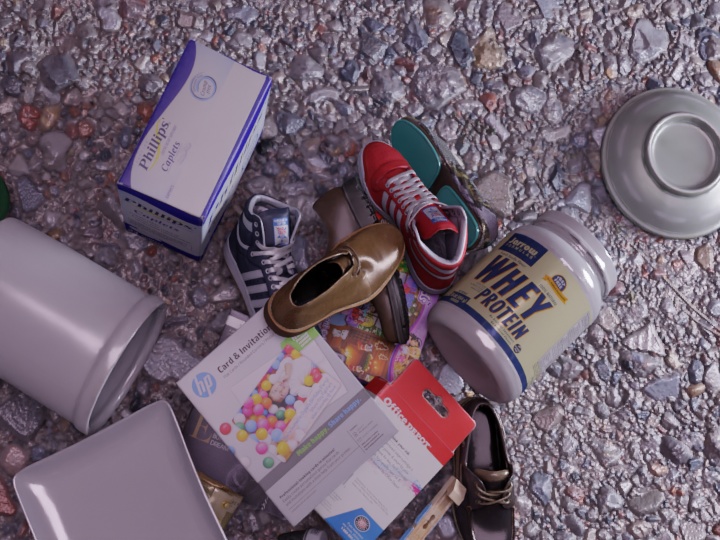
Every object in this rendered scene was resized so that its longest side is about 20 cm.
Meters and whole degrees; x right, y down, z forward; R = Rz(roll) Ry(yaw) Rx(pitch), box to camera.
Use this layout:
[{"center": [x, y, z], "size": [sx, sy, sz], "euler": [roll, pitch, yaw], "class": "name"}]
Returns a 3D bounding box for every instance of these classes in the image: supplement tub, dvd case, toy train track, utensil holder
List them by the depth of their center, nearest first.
[{"center": [-0.342, 0.060, 1.367], "size": [0.198, 0.170, 0.171], "euler": [29, 76, 2], "class": "utensil holder"}, {"center": [0.055, 0.321, 1.388], "size": [0.201, 0.032, 0.115], "euler": [-50, 127, -10], "class": "toy train track"}, {"center": [-0.120, 0.165, 1.426], "size": [0.147, 0.016, 0.203], "euler": [22, 88, -1], "class": "dvd case"}, {"center": [0.191, 0.040, 1.445], "size": [0.200, 0.145, 0.145], "euler": [-42, 85, -15], "class": "supplement tub"}]

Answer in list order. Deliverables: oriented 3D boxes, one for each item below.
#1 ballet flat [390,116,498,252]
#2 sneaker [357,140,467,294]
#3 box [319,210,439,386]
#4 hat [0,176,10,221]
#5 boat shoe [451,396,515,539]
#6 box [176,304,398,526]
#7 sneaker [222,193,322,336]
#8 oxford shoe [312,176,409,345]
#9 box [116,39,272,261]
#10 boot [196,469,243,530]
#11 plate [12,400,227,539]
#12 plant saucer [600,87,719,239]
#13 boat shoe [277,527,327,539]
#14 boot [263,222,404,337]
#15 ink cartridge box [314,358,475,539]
[{"center": [0.107, -0.105, 1.509], "size": [0.071, 0.072, 0.202], "euler": [-26, 66, -12], "class": "ballet flat"}, {"center": [0.063, -0.078, 1.433], "size": [0.070, 0.113, 0.202], "euler": [-26, 79, -15], "class": "sneaker"}, {"center": [0.021, 0.036, 1.480], "size": [0.135, 0.039, 0.203], "euler": [19, 76, -3], "class": "box"}, {"center": [-0.509, -0.018, 1.439], "size": [0.164, 0.177, 0.201], "euler": [23, 38, 1], "class": "hat"}, {"center": [0.142, 0.246, 1.432], "size": [0.073, 0.073, 0.203], "euler": [-9, 79, -9], "class": "boat shoe"}, {"center": [-0.079, 0.149, 1.342], "size": [0.155, 0.041, 0.201], "euler": [-40, 86, -7], "class": "box"}, {"center": [-0.090, 0.003, 1.406], "size": [0.069, 0.109, 0.201], "euler": [-9, 53, -36], "class": "sneaker"}, {"center": [0.000, 0.000, 1.438], "size": [0.083, 0.073, 0.202], "euler": [-24, 79, 5], "class": "oxford shoe"}, {"center": [-0.189, -0.130, 1.408], "size": [0.104, 0.200, 0.186], "euler": [24, 76, -2], "class": "box"}, {"center": [-0.170, 0.322, 1.373], "size": [0.199, 0.073, 0.156], "euler": [35, 83, 8], "class": "boot"}, {"center": [-0.255, 0.272, 1.335], "size": [0.197, 0.032, 0.202], "euler": [-26, 79, 4], "class": "plate"}, {"center": [0.406, -0.143, 1.563], "size": [0.197, 0.050, 0.204], "euler": [2, 77, -7], "class": "plant saucer"}, {"center": [-0.066, 0.394, 1.384], "size": [0.056, 0.069, 0.203], "euler": [-3, 76, 12], "class": "boat shoe"}, {"center": [-0.014, 0.001, 1.337], "size": [0.199, 0.076, 0.074], "euler": [-36, 83, -34], "class": "boot"}, {"center": [0.023, 0.206, 1.407], "size": [0.200, 0.067, 0.116], "euler": [-45, 101, -8], "class": "ink cartridge box"}]
